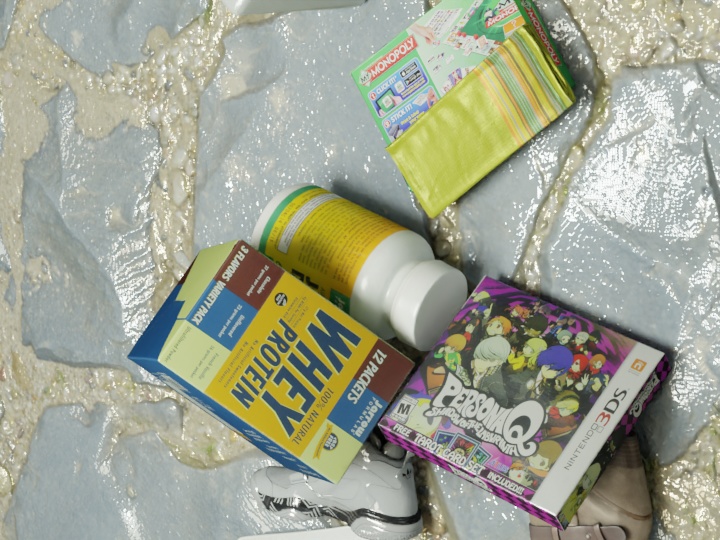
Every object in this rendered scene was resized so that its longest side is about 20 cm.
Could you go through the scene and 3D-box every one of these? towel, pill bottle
[{"bbox_3d":[0.106,-0.133,1.572,0.200,0.018,0.086,-40,74,38],"label":"towel"},{"bbox_3d":[0.000,0.000,1.662,0.200,0.113,0.113,27,116,32],"label":"pill bottle"}]

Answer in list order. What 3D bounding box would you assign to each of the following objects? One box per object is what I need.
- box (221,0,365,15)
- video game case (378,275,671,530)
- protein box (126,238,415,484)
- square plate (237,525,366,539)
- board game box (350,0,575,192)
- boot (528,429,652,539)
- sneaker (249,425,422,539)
[{"bbox_3d":[-0.069,-0.362,1.584,0.199,0.200,0.171,51,124,18],"label":"box"},{"bbox_3d":[0.145,0.114,1.544,0.200,0.181,0.036,25,158,33],"label":"video game case"},{"bbox_3d":[-0.090,0.086,1.634,0.200,0.135,0.199,36,169,-12],"label":"protein box"},{"bbox_3d":[-0.054,0.366,1.787,0.200,0.028,0.198,-12,63,34],"label":"square plate"},{"bbox_3d":[0.091,-0.178,1.604,0.200,0.029,0.135,-33,78,39],"label":"board game box"},{"bbox_3d":[0.175,0.199,1.591,0.200,0.070,0.146,17,110,35],"label":"boot"},{"bbox_3d":[-0.024,0.198,1.753,0.200,0.075,0.115,11,106,32],"label":"sneaker"}]
